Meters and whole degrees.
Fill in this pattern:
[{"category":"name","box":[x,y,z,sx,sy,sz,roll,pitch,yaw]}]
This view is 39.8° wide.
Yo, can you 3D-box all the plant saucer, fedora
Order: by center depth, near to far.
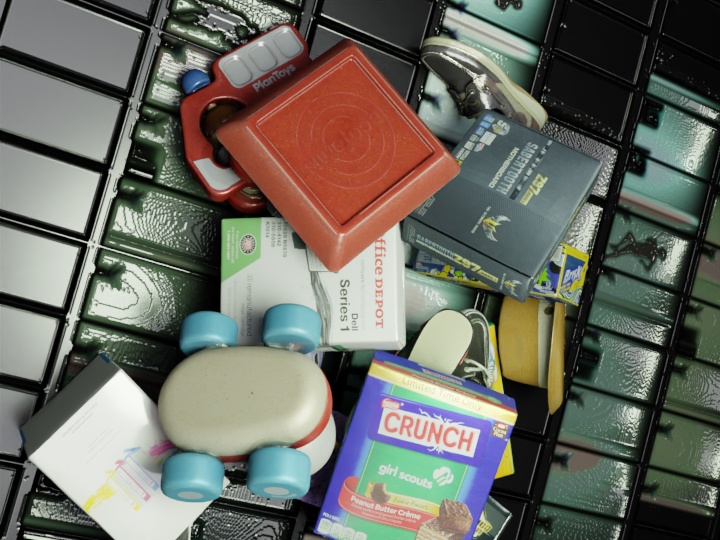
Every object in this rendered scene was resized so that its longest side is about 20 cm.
[{"category":"plant saucer","box":[-0.017,-0.134,1.058,0.199,0.037,0.200,-39,86,-21]},{"category":"fedora","box":[0.220,0.082,1.267,0.081,0.201,0.203,0,93,13]}]

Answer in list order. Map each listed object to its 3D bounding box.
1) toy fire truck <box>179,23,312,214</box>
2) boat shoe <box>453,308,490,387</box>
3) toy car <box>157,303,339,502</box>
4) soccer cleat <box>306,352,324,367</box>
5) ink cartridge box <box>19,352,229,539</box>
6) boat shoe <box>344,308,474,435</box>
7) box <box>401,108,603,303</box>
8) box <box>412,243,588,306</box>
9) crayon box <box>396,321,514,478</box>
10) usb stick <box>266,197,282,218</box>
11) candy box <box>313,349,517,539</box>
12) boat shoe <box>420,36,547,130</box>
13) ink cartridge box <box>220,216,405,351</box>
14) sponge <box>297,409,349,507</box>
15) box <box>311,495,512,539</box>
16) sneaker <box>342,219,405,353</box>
[{"category":"toy fire truck","box":[-0.117,-0.174,1.128,0.199,0.112,0.169,-33,81,-19]},{"category":"boat shoe","box":[0.127,0.137,1.180,0.070,0.064,0.202,24,65,-22]},{"category":"toy car","box":[-0.099,0.164,1.042,0.175,0.200,0.186,-6,59,14]},{"category":"soccer cleat","box":[-0.077,0.124,1.179,0.073,0.068,0.201,38,76,-40]},{"category":"ink cartridge box","box":[-0.247,0.209,1.068,0.125,0.128,0.200,-45,109,-15]},{"category":"boat shoe","box":[0.059,0.131,1.147,0.074,0.063,0.202,39,93,8]},{"category":"box","box":[0.161,-0.079,1.119,0.157,0.051,0.200,29,59,15]},{"category":"box","box":[0.167,-0.009,1.195,0.070,0.199,0.065,17,86,-53]},{"category":"crayon box","box":[0.120,0.173,1.264,0.118,0.058,0.202,-11,97,-23]},{"category":"usb stick","box":[-0.022,-0.102,1.128,0.199,0.056,0.033,-20,59,-41]},{"category":"candy box","box":[0.060,0.210,1.082,0.168,0.077,0.202,19,97,0]},{"category":"boat shoe","box":[0.152,-0.220,1.252,0.199,0.072,0.065,32,75,-28]},{"category":"ink cartridge box","box":[-0.051,0.015,1.111,0.198,0.084,0.148,-2,80,6]},{"category":"sponge","box":[-0.025,0.233,1.190,0.199,0.030,0.112,33,81,-39]},{"category":"box","box":[0.064,0.299,1.191,0.200,0.046,0.159,41,77,-17]},{"category":"sneaker","box":[0.000,0.000,1.197,0.079,0.074,0.202,17,96,-5]}]
